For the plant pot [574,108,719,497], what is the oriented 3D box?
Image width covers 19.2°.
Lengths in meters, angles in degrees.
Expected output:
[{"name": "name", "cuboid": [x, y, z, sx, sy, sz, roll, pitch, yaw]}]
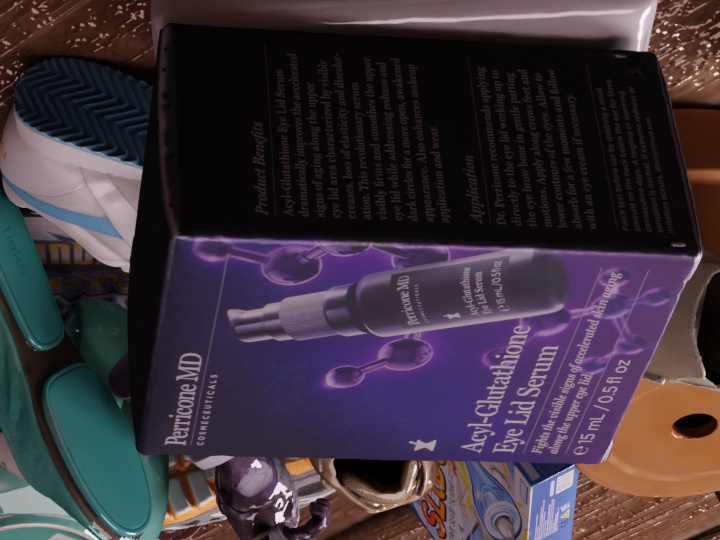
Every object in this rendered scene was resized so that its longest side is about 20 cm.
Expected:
[{"name": "plant pot", "cuboid": [0.168, 0.029, 1.154, 0.199, 0.140, 0.200, -3, 142, -3]}]

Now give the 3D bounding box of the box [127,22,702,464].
[{"name": "box", "cuboid": [0.013, -0.006, 0.830, 0.199, 0.105, 0.148, 1, 143, -10]}]

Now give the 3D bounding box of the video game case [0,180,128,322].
[{"name": "video game case", "cuboid": [-0.146, 0.016, 1.184, 0.199, 0.026, 0.181, 0, 142, -8]}]

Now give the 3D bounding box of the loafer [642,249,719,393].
[{"name": "loafer", "cuboid": [0.157, 0.021, 1.030, 0.199, 0.076, 0.068, 15, 168, 16]}]

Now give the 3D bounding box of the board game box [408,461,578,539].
[{"name": "board game box", "cuboid": [0.075, 0.126, 1.270, 0.034, 0.135, 0.200, -26, 145, -17]}]

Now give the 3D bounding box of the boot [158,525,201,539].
[{"name": "boot", "cuboid": [-0.202, 0.166, 1.357, 0.199, 0.075, 0.097, -7, 170, -16]}]

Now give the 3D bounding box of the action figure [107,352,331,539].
[{"name": "action figure", "cuboid": [-0.063, 0.102, 1.155, 0.069, 0.130, 0.200, -35, 151, -4]}]

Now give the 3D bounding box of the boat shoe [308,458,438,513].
[{"name": "boat shoe", "cuboid": [0.005, 0.105, 1.184, 0.071, 0.065, 0.200, -27, 154, 7]}]

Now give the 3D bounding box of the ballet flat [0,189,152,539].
[{"name": "ballet flat", "cuboid": [-0.173, 0.056, 1.087, 0.070, 0.201, 0.067, -25, 180, 30]}]

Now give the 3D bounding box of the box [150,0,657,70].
[{"name": "box", "cuboid": [0.010, -0.106, 0.927, 0.198, 0.172, 0.200, -3, 142, -4]}]

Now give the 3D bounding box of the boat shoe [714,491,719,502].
[{"name": "boat shoe", "cuboid": [0.276, 0.087, 1.298, 0.074, 0.074, 0.200, 8, 140, -19]}]

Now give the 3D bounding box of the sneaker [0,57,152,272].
[{"name": "sneaker", "cuboid": [-0.085, -0.032, 1.066, 0.199, 0.077, 0.081, 27, 140, -1]}]

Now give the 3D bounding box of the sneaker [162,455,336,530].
[{"name": "sneaker", "cuboid": [-0.078, 0.123, 1.293, 0.199, 0.079, 0.077, -13, 147, 7]}]

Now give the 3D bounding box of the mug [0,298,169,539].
[{"name": "mug", "cuboid": [-0.185, 0.107, 1.181, 0.151, 0.115, 0.185, -8, 142, 3]}]
